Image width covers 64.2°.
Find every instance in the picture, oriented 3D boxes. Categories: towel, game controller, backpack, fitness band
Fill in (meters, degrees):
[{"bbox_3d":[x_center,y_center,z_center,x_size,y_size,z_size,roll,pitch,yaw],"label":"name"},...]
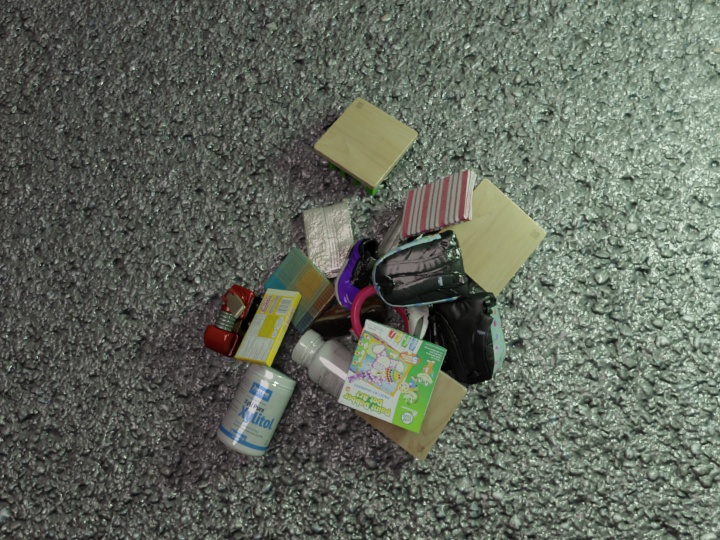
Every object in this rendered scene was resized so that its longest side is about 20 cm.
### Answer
[{"bbox_3d":[0.183,-0.152,1.373,0.198,0.030,0.148,-15,49,38],"label":"towel"},{"bbox_3d":[0.193,0.144,1.426,0.102,0.042,0.204,0,79,-5],"label":"game controller"},{"bbox_3d":[0.123,0.009,1.297,0.197,0.154,0.166,-18,99,-12],"label":"backpack"},{"bbox_3d":[0.054,0.128,1.389,0.200,0.037,0.144,48,71,-24],"label":"fitness band"},{"bbox_3d":[-0.083,-0.077,1.519,0.130,0.034,0.204,-11,76,7],"label":"towel"},{"bbox_3d":[0.265,0.157,1.335,0.165,0.126,0.203,-10,96,39],"label":"backpack"},{"bbox_3d":[-0.156,0.049,1.475,0.147,0.022,0.200,-49,56,4],"label":"towel"}]

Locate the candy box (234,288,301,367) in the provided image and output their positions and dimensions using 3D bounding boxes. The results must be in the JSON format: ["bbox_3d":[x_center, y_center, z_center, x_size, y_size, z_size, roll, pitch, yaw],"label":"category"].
[{"bbox_3d":[-0.227,0.137,1.420,0.101,0.027,0.202,3,57,32],"label":"candy box"}]

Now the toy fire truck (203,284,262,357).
[{"bbox_3d":[-0.323,0.124,1.433,0.127,0.200,0.178,20,82,14],"label":"toy fire truck"}]

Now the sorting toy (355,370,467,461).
[{"bbox_3d":[0.122,0.305,1.370,0.197,0.070,0.202,33,98,13],"label":"sorting toy"}]

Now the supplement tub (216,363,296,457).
[{"bbox_3d":[-0.255,0.338,1.413,0.130,0.132,0.202,23,84,14],"label":"supplement tub"}]

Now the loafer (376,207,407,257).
[{"bbox_3d":[0.101,-0.111,1.474,0.069,0.070,0.202,18,70,35],"label":"loafer"}]

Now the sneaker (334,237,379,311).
[{"bbox_3d":[0.000,0.000,1.413,0.069,0.099,0.203,31,55,-27],"label":"sneaker"}]

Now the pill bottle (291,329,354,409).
[{"bbox_3d":[-0.066,0.236,1.408,0.198,0.114,0.115,33,85,15],"label":"pill bottle"}]

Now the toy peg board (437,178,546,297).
[{"bbox_3d":[0.300,-0.075,1.386,0.199,0.098,0.201,41,88,0],"label":"toy peg board"}]

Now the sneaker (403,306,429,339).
[{"bbox_3d":[0.125,0.078,1.386,0.079,0.074,0.204,8,75,-10],"label":"sneaker"}]

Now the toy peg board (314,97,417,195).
[{"bbox_3d":[0.014,-0.319,1.529,0.199,0.098,0.200,34,71,14],"label":"toy peg board"}]

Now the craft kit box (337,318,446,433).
[{"bbox_3d":[0.071,0.238,1.306,0.197,0.049,0.201,19,91,5],"label":"craft kit box"}]

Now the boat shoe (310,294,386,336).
[{"bbox_3d":[-0.031,0.111,1.458,0.196,0.076,0.075,-11,46,5],"label":"boat shoe"}]

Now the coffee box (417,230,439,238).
[{"bbox_3d":[0.244,-0.049,1.449,0.196,0.044,0.125,-3,78,10],"label":"coffee box"}]
